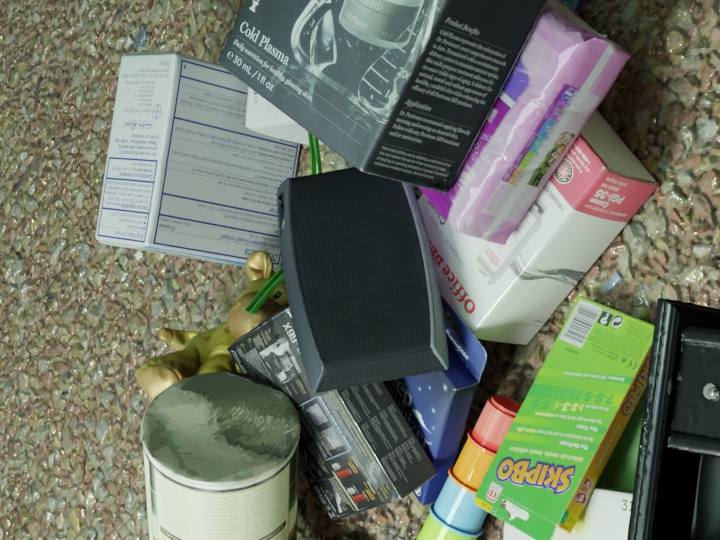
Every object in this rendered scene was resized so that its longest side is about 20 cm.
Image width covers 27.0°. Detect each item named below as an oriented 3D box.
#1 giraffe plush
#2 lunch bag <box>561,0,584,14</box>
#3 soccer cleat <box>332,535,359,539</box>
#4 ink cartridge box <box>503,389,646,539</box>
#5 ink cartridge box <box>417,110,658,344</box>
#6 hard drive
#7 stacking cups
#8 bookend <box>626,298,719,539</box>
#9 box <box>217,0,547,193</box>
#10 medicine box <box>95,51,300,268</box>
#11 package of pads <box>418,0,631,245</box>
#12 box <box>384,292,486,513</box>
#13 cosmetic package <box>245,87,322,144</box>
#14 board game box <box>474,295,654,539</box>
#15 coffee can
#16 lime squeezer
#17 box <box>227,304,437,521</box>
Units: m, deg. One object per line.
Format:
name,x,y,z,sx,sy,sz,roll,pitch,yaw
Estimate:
giraffe plush,-0.111,0.081,1.535,0.162,0.172,0.200,-46,18,18
lunch bag,0.084,-0.196,1.340,0.127,0.169,0.201,31,106,41
soccer cleat,-0.053,0.347,1.479,0.200,0.073,0.068,-49,20,9
ink cartridge box,0.191,0.182,1.258,0.145,0.048,0.202,1,87,47
ink cartridge box,0.142,-0.054,1.320,0.200,0.082,0.147,-53,51,26
hard drive,0.000,-0.001,1.309,0.042,0.134,0.201,89,171,-65
stacking cups,0.097,0.209,1.346,0.060,0.060,0.201,39,108,42
bookend,0.313,0.133,1.106,0.199,0.092,0.201,7,88,45
box,0.019,-0.201,1.208,0.200,0.124,0.198,38,107,36
medicine box,-0.166,-0.113,1.577,0.102,0.181,0.202,8,89,47
package of pads,0.121,-0.135,1.243,0.201,0.075,0.121,-58,46,21
box,0.054,0.110,1.365,0.121,0.032,0.201,53,144,38
cosmetic package,-0.013,-0.174,1.489,0.199,0.101,0.075,0,83,47
board game box,0.175,0.126,1.255,0.095,0.030,0.201,24,81,49
coffee can,-0.130,0.219,1.408,0.146,0.146,0.201,45,144,40
lime squeezer,-0.060,-0.051,1.482,0.038,0.070,0.202,27,101,57
box,-0.031,0.127,1.390,0.201,0.050,0.158,58,150,1
